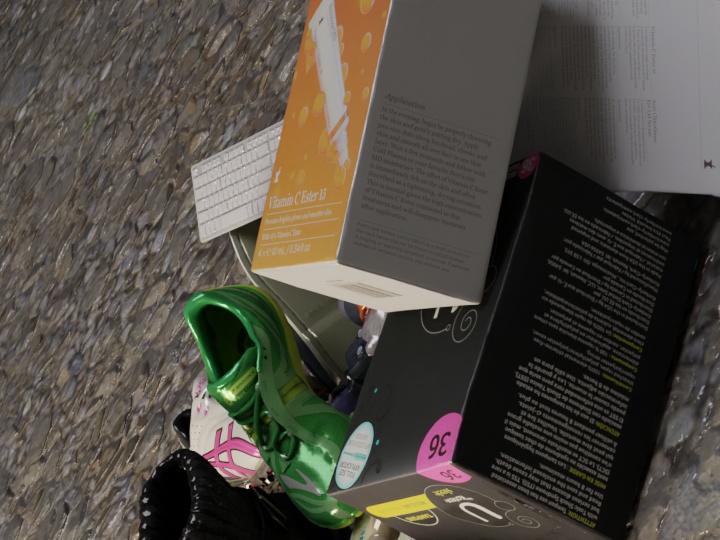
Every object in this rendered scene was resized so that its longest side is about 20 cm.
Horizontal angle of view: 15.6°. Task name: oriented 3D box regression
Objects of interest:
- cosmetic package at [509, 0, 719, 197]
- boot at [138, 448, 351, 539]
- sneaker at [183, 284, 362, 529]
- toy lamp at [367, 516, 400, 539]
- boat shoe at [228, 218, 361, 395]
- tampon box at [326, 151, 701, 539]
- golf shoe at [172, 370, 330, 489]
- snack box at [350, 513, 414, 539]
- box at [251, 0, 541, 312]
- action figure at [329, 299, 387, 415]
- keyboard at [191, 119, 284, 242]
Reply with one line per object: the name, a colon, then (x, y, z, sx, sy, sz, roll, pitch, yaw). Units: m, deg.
cosmetic package: (0.159, -0.148, 1.543, 0.150, 0.052, 0.202, 6, 103, 38)
boot: (-0.084, 0.175, 1.772, 0.080, 0.157, 0.211, -62, 22, 0)
sneaker: (-0.061, 0.092, 1.744, 0.074, 0.083, 0.200, -48, 59, 22)
toy lamp: (0.014, 0.162, 1.608, 0.058, 0.058, 0.201, -23, 46, 58)
boat shoe: (-0.037, 0.018, 1.879, 0.074, 0.200, 0.066, -31, -22, -20)
tampon box: (0.091, 0.059, 1.557, 0.150, 0.126, 0.201, -24, 43, 58)
golf shoe: (-0.086, 0.110, 1.881, 0.073, 0.092, 0.200, -49, 0, -29)
snack box: (0.048, 0.119, 1.705, 0.116, 0.037, 0.201, -34, 35, 51)
box: (0.022, -0.086, 1.530, 0.124, 0.097, 0.201, -8, 68, 64)
action figure: (0.000, 0.000, 1.755, 0.200, 0.104, 0.194, -55, 33, 26)
keyboard: (-0.074, -0.064, 1.816, 0.200, 0.011, 0.057, -20, 71, 62)
